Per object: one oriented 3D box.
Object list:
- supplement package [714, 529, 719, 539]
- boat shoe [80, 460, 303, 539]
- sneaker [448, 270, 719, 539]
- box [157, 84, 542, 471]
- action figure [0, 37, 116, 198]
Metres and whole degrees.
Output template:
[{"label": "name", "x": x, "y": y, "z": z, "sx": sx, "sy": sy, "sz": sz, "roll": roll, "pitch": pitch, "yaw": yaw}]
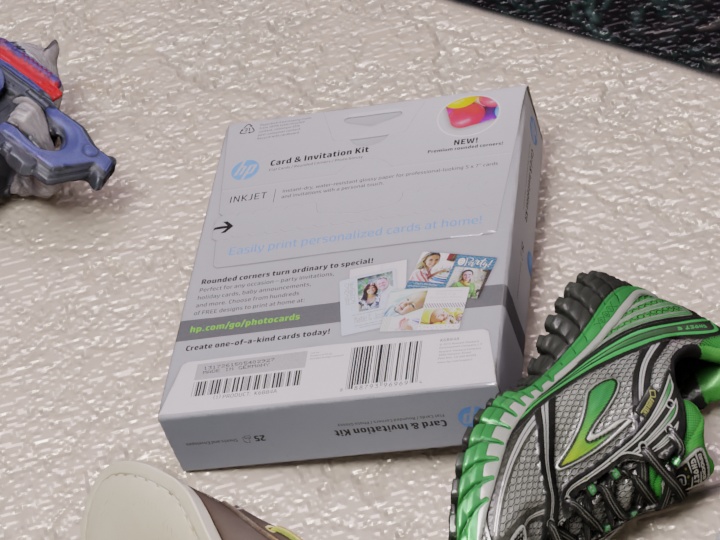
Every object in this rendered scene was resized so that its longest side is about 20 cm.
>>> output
[{"label": "supplement package", "x": 0.206, "y": 0.150, "z": 0.793, "sx": 0.117, "sy": 0.117, "sz": 0.200, "roll": 8, "pitch": 42, "yaw": -13}, {"label": "boat shoe", "x": -0.044, "y": 0.134, "z": 0.924, "sx": 0.059, "sy": 0.072, "sz": 0.200, "roll": 10, "pitch": 11, "yaw": -40}, {"label": "sneaker", "x": 0.096, "y": 0.077, "z": 0.942, "sx": 0.085, "sy": 0.078, "sz": 0.200, "roll": 15, "pitch": 48, "yaw": 25}, {"label": "box", "x": 0.000, "y": 0.000, "z": 1.059, "sx": 0.156, "sy": 0.041, "sz": 0.200, "roll": -7, "pitch": 43, "yaw": 15}, {"label": "action figure", "x": -0.233, "y": -0.067, "z": 1.149, "sx": 0.200, "sy": 0.105, "sz": 0.193, "roll": 43, "pitch": 56, "yaw": 13}]
